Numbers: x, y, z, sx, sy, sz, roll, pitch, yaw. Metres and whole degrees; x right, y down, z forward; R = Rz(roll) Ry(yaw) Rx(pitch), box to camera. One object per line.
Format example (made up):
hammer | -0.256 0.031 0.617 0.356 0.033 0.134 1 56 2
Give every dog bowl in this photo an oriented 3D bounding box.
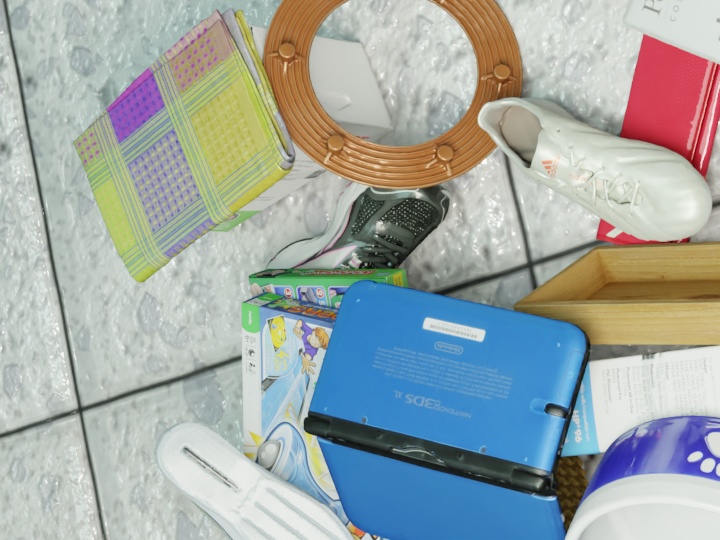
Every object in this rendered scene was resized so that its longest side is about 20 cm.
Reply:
dog bowl | 0.242 0.193 1.580 0.200 0.079 0.200 16 140 14

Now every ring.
ring | 0.026 -0.156 1.770 0.019 0.200 0.201 109 142 -70

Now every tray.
tray | 0.213 0.017 1.636 0.200 0.099 0.037 -1 116 49

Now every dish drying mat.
dish drying mat | 0.226 -0.111 1.703 0.077 0.018 0.200 19 102 38

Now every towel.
towel | -0.135 -0.094 1.794 0.200 0.023 0.144 -36 69 35

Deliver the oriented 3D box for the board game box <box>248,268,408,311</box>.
board game box | -0.012 0.098 1.795 0.134 0.029 0.200 0 104 35

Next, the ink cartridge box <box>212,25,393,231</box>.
ink cartridge box | -0.097 -0.110 1.874 0.200 0.145 0.084 -30 71 33

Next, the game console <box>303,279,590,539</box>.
game console | 0.074 0.116 1.666 0.200 0.118 0.171 12 80 30

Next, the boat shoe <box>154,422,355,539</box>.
boat shoe | -0.071 0.185 1.765 0.200 0.062 0.072 43 84 2

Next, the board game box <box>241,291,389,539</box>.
board game box | -0.027 0.126 1.773 0.135 0.034 0.200 11 111 33

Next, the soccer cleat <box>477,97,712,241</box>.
soccer cleat | 0.167 -0.074 1.690 0.200 0.078 0.069 31 108 42

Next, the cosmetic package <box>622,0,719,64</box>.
cosmetic package | 0.315 -0.199 1.538 0.200 0.165 0.165 26 104 33

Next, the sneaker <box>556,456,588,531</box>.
sneaker | 0.106 0.133 1.765 0.090 0.075 0.200 -31 63 33

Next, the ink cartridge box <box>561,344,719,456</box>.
ink cartridge box | 0.245 0.087 1.625 0.200 0.116 0.068 -9 85 38

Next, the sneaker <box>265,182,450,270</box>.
sneaker | 0.000 0.000 1.827 0.200 0.080 0.086 -44 34 41
